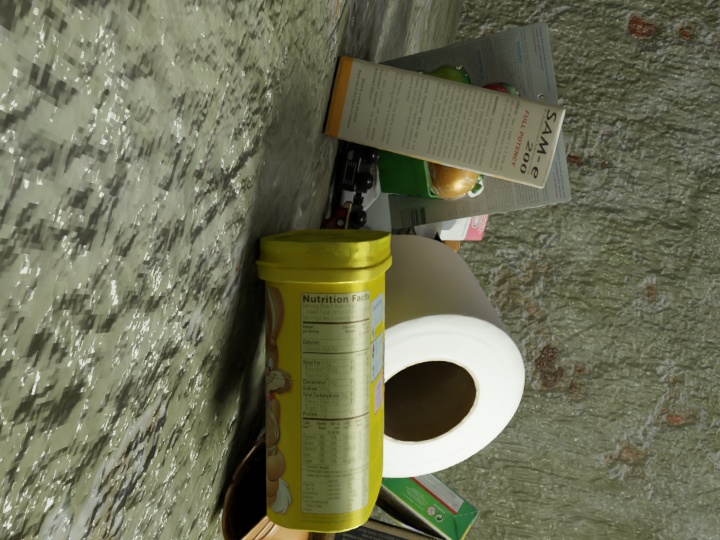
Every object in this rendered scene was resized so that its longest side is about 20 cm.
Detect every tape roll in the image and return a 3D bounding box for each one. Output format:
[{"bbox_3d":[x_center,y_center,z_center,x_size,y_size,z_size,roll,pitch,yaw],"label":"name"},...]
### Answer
[{"bbox_3d":[0.045,0.085,0.744,0.139,0.201,0.204,-113,-151,-55],"label":"tape roll"}]

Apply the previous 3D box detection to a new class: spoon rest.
[{"bbox_3d":[-0.007,-0.066,0.861,0.099,0.060,0.202,-67,157,-65],"label":"spoon rest"}]

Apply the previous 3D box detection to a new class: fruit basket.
[{"bbox_3d":[0.114,-0.150,0.804,0.094,0.198,0.187,-17,98,-73],"label":"fruit basket"}]

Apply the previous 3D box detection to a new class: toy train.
[{"bbox_3d":[-0.019,-0.040,0.789,0.034,0.045,0.202,-91,-168,-79],"label":"toy train"}]

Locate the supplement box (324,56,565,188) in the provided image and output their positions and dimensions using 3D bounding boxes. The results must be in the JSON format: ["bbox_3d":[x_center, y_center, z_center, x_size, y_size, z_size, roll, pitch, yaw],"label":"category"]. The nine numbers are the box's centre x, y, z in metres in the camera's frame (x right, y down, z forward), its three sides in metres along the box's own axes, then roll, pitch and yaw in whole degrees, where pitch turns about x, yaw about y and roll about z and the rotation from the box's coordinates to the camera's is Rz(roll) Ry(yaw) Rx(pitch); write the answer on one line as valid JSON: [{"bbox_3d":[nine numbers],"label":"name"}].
[{"bbox_3d":[0.078,-0.139,0.698,0.126,0.198,0.074,-54,158,-75],"label":"supplement box"}]

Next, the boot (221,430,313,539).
[{"bbox_3d":[-0.082,0.228,0.677,0.155,0.076,0.201,10,101,-81],"label":"boot"}]

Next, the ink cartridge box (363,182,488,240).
[{"bbox_3d":[0.092,-0.119,0.989,0.199,0.085,0.147,-1,110,-44],"label":"ink cartridge box"}]

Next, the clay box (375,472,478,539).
[{"bbox_3d":[0.043,0.254,0.870,0.048,0.115,0.200,-52,-174,-19],"label":"clay box"}]

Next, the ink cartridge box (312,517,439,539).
[{"bbox_3d":[-0.008,0.313,0.842,0.200,0.164,0.076,-22,-133,64],"label":"ink cartridge box"}]

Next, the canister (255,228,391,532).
[{"bbox_3d":[-0.024,0.073,0.566,0.149,0.086,0.202,-35,126,-80],"label":"canister"}]

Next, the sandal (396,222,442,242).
[{"bbox_3d":[0.079,-0.022,0.906,0.081,0.054,0.201,21,86,-48],"label":"sandal"}]

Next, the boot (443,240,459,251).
[{"bbox_3d":[0.075,-0.003,1.211,0.077,0.154,0.202,-124,-139,-71],"label":"boot"}]
